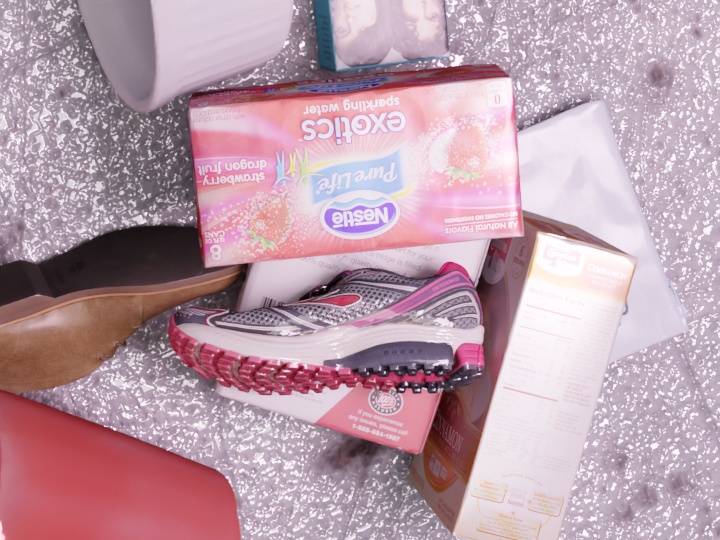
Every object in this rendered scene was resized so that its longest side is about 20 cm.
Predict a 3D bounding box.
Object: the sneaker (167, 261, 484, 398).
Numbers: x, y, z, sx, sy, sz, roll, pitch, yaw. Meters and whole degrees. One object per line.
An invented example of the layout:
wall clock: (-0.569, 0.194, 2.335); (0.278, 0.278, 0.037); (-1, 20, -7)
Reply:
sneaker: (-0.022, 0.036, 1.447); (0.198, 0.081, 0.075); (0, 72, -4)

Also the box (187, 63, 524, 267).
box: (-0.004, -0.065, 1.413); (0.198, 0.095, 0.103); (-5, 101, -2)

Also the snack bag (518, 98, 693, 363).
snack bag: (0.111, -0.006, 1.587); (0.199, 0.021, 0.190); (-24, 102, -6)

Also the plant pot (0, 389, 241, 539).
plant pot: (-0.183, 0.185, 1.472); (0.176, 0.200, 0.202); (11, 96, -25)

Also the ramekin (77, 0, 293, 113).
ramekin: (-0.116, -0.206, 1.420); (0.097, 0.200, 0.202); (-16, 102, -18)

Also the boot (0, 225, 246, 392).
boot: (-0.168, 0.025, 1.513); (0.198, 0.074, 0.076); (-14, 120, -7)

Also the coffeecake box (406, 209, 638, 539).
coffeecake box: (0.103, 0.067, 1.507); (0.073, 0.154, 0.201); (14, 96, -11)

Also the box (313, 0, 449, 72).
box: (0.007, -0.236, 1.516); (0.082, 0.049, 0.202); (-8, 100, -12)

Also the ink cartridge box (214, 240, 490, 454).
ink cartridge box: (0.000, 0.000, 1.515); (0.146, 0.083, 0.201); (17, 98, -5)
